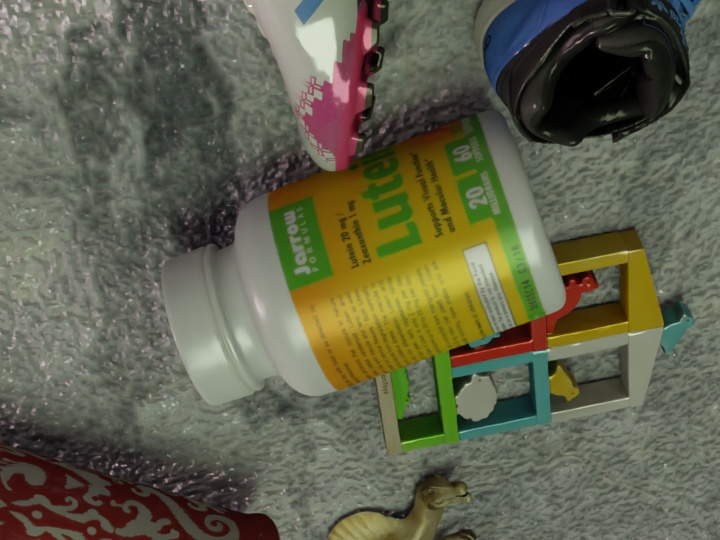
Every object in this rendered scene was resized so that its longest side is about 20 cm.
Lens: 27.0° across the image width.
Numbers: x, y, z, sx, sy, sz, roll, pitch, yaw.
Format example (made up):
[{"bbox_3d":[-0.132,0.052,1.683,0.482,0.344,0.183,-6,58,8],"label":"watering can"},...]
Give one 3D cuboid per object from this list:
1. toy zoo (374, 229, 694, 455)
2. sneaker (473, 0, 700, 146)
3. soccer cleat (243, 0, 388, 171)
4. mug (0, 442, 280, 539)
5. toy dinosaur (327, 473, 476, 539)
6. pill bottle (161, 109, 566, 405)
[{"bbox_3d":[0.104,0.043,0.912,0.197,0.021,0.132,-12,130,-2],"label":"toy zoo"},{"bbox_3d":[0.150,-0.133,0.716,0.199,0.112,0.077,-31,128,14],"label":"sneaker"},{"bbox_3d":[-0.030,-0.141,0.714,0.085,0.070,0.202,7,127,4],"label":"soccer cleat"},{"bbox_3d":[-0.157,0.185,0.891,0.198,0.177,0.135,24,90,-22],"label":"mug"},{"bbox_3d":[0.010,0.210,1.022,0.200,0.058,0.101,-42,110,13],"label":"toy dinosaur"},{"bbox_3d":[0.000,0.000,0.797,0.198,0.112,0.112,-20,130,6],"label":"pill bottle"}]
